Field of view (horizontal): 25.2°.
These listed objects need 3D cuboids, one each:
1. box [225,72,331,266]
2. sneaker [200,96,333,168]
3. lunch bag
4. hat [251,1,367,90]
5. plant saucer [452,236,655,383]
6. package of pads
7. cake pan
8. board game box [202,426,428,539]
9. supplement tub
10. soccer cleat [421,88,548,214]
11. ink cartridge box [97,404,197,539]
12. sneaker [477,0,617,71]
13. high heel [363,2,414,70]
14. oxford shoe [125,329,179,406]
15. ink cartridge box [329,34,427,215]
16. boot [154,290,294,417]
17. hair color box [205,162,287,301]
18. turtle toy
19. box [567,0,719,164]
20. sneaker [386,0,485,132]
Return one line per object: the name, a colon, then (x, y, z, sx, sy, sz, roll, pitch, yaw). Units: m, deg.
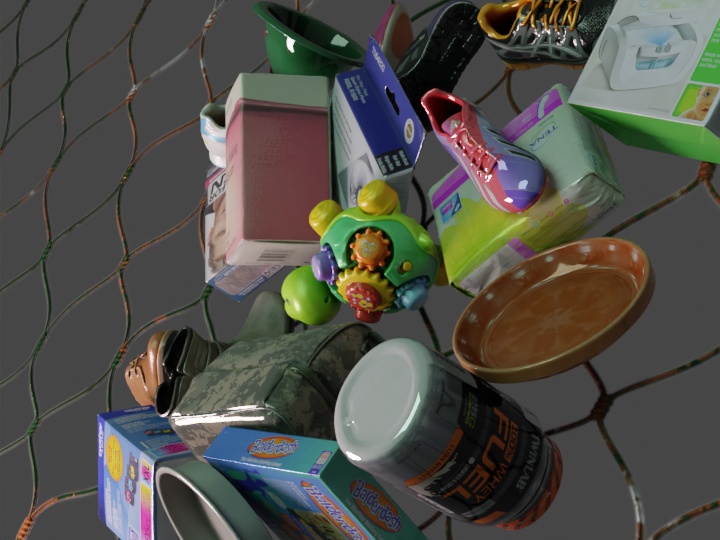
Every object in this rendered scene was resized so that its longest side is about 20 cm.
box: (-0.097, -0.115, 1.877, 0.128, 0.108, 0.202, 135, 135, -72)
sneaker: (-0.100, -0.183, 1.996, 0.199, 0.081, 0.077, -11, 47, 6)
lunch bag: (-0.076, 0.135, 1.716, 0.199, 0.140, 0.168, -10, 39, 45)
hat: (-0.090, -0.224, 2.035, 0.165, 0.200, 0.177, 36, 109, 22)
plant saucer: (0.181, 0.040, 1.496, 0.199, 0.032, 0.201, -25, 24, 12)
package of pads: (0.165, -0.074, 1.634, 0.200, 0.068, 0.155, -40, 37, 26)
cake pan: (-0.137, 0.276, 1.654, 0.037, 0.201, 0.200, -34, 26, -23)
board game box: (-0.046, 0.224, 1.589, 0.199, 0.152, 0.045, 1, 47, 52)
supplement tub: (0.083, 0.152, 1.441, 0.122, 0.199, 0.123, -31, 43, 34)
soccer cleat: (0.119, -0.120, 1.599, 0.067, 0.076, 0.200, -49, 33, 11)
ink cartridge box: (-0.245, 0.242, 1.853, 0.200, 0.076, 0.137, 26, 118, 57)
sneaker: (0.206, -0.262, 1.723, 0.199, 0.077, 0.079, -7, 57, 48)
high heel: (0.008, -0.229, 1.960, 0.095, 0.067, 0.202, -3, 74, 39)
oxford shoe: (-0.246, 0.122, 1.903, 0.200, 0.071, 0.072, 104, -173, -61)
ink cartridge box: (0.008, -0.127, 1.796, 0.200, 0.040, 0.201, -115, 28, -46)
boot: (-0.156, 0.094, 1.852, 0.067, 0.130, 0.201, -6, 59, 46)
hair color box: (-0.143, -0.071, 2.032, 0.100, 0.060, 0.201, -36, 40, 29)
turtle toy: (0.000, 0.000, 1.703, 0.199, 0.146, 0.101, -20, 36, 41)
box: (0.322, -0.201, 1.511, 0.200, 0.096, 0.177, 22, 84, 57)
sneaker: (0.075, -0.228, 1.888, 0.200, 0.076, 0.088, -51, 15, 10)
